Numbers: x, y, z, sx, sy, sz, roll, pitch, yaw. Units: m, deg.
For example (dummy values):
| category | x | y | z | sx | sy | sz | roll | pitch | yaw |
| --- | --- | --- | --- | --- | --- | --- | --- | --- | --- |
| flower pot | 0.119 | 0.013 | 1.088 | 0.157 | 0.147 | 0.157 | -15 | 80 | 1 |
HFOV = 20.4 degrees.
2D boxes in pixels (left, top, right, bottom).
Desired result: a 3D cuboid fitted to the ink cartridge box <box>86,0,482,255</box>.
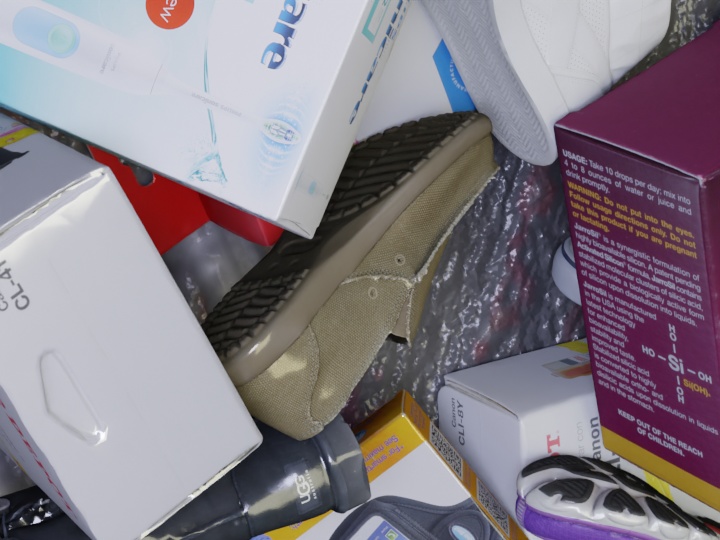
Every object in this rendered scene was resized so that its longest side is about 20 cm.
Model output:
| category | x | y | z | sx | sy | sz | roll | pitch | yaw |
| --- | --- | --- | --- | --- | --- | --- | --- | --- | --- |
| ink cartridge box | -0.034 | -0.095 | 0.973 | 0.199 | 0.067 | 0.117 | -35 | 118 | -20 |

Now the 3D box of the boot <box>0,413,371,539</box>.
| category | x | y | z | sx | sy | sz | roll | pitch | yaw |
| --- | --- | --- | --- | --- | --- | --- | --- | --- | --- |
| boot | -0.115 | 0.106 | 0.933 | 0.199 | 0.165 | 0.066 | -22 | 102 | -17 |

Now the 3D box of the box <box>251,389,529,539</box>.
| category | x | y | z | sx | sy | sz | roll | pitch | yaw |
| --- | --- | --- | --- | --- | --- | --- | --- | --- | --- |
| box | 0.038 | 0.175 | 1.042 | 0.119 | 0.042 | 0.200 | -38 | 100 | 12 |

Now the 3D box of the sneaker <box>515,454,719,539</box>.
| category | x | y | z | sx | sy | sz | roll | pitch | yaw |
| --- | --- | --- | --- | --- | --- | --- | --- | --- | --- |
| sneaker | 0.153 | 0.162 | 1.047 | 0.199 | 0.081 | 0.084 | 30 | 92 | -33 |

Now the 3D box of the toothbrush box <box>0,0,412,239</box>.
| category | x | y | z | sx | sy | sz | roll | pitch | yaw |
| --- | --- | --- | --- | --- | --- | --- | --- | --- | --- |
| toothbrush box | -0.087 | -0.120 | 0.861 | 0.199 | 0.085 | 0.148 | 24 | 90 | 10 |

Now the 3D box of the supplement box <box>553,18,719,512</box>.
| category | x | y | z | sx | sy | sz | roll | pitch | yaw |
| --- | --- | --- | --- | --- | --- | --- | --- | --- | --- |
| supplement box | 0.185 | -0.003 | 0.993 | 0.130 | 0.103 | 0.201 | -31 | 126 | -26 |

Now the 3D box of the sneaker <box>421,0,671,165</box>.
| category | x | y | z | sx | sy | sz | roll | pitch | yaw |
| --- | --- | --- | --- | --- | --- | --- | --- | --- | --- |
| sneaker | 0.083 | -0.162 | 0.952 | 0.116 | 0.073 | 0.201 | -43 | 131 | -20 |

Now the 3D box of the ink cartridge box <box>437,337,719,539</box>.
| category | x | y | z | sx | sy | sz | roll | pitch | yaw |
| --- | --- | --- | --- | --- | --- | --- | --- | --- | --- |
| ink cartridge box | 0.151 | 0.115 | 1.128 | 0.198 | 0.083 | 0.147 | -13 | 108 | -27 |

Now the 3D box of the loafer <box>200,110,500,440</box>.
| category | x | y | z | sx | sy | sz | roll | pitch | yaw |
| --- | --- | --- | --- | --- | --- | --- | --- | --- | --- |
| loafer | 0.000 | 0.000 | 0.918 | 0.200 | 0.076 | 0.068 | -46 | 118 | -30 |

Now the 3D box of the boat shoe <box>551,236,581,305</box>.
| category | x | y | z | sx | sy | sz | roll | pitch | yaw |
| --- | --- | --- | --- | --- | --- | --- | --- | --- | --- |
| boat shoe | 0.204 | -0.020 | 1.108 | 0.200 | 0.075 | 0.087 | 2 | 126 | -21 |

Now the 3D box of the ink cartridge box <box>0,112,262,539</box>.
| category | x | y | z | sx | sy | sz | roll | pitch | yaw |
| --- | --- | --- | --- | --- | --- | --- | --- | --- | --- |
| ink cartridge box | -0.143 | 0.015 | 0.858 | 0.085 | 0.200 | 0.148 | -37 | 119 | -17 |
